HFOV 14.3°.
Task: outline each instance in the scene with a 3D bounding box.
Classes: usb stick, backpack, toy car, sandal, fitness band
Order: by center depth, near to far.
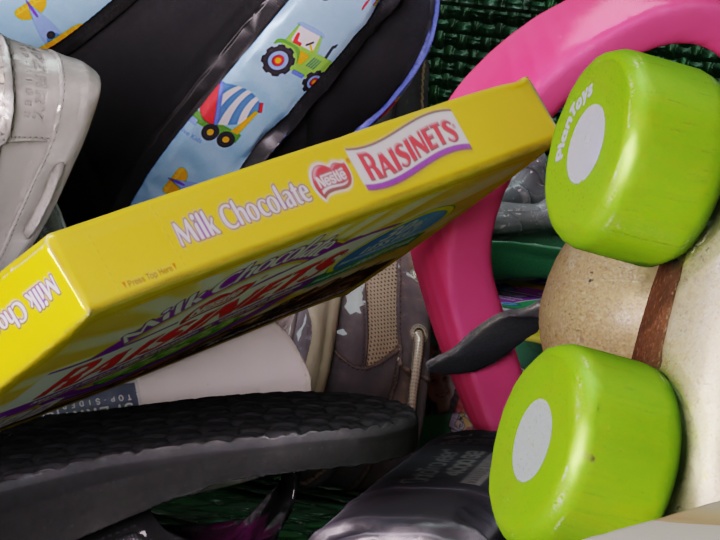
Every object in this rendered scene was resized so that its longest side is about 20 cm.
[{"bbox_3d":[-0.077,0.067,0.749,0.200,0.048,0.075,-11,13,-27],"label":"sandal"},{"bbox_3d":[0.099,0.033,0.830,0.164,0.158,0.200,15,-12,-19],"label":"toy car"},{"bbox_3d":[0.026,0.072,0.833,0.055,0.033,0.200,0,4,10],"label":"usb stick"},{"bbox_3d":[0.091,-0.005,0.939,0.144,0.200,0.037,-30,43,-10],"label":"fitness band"},{"bbox_3d":[-0.082,-0.092,0.956,0.183,0.200,0.135,39,19,-27],"label":"backpack"}]

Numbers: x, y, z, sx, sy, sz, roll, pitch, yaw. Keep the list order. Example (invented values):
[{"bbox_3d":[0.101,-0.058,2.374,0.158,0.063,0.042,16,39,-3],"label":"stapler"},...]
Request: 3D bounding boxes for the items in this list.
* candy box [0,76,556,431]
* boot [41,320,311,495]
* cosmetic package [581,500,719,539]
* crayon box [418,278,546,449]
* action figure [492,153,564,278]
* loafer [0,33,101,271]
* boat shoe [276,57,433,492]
[{"bbox_3d":[-0.039,0.000,0.757,0.102,0.026,0.200,-38,-11,39],"label":"candy box"},{"bbox_3d":[-0.117,0.048,0.820,0.200,0.073,0.090,1,-11,-37],"label":"boot"},{"bbox_3d":[0.114,0.086,0.570,0.105,0.071,0.200,8,6,26],"label":"cosmetic package"},{"bbox_3d":[0.036,0.032,1.125,0.200,0.058,0.172,10,9,36],"label":"crayon box"},{"bbox_3d":[-0.012,-0.022,1.100,0.200,0.055,0.118,-5,14,-23],"label":"action figure"},{"bbox_3d":[-0.123,-0.002,0.873,0.070,0.070,0.200,-1,-28,-18],"label":"loafer"},{"bbox_3d":[0.000,0.000,1.007,0.073,0.200,0.074,29,-41,-17],"label":"boat shoe"}]
